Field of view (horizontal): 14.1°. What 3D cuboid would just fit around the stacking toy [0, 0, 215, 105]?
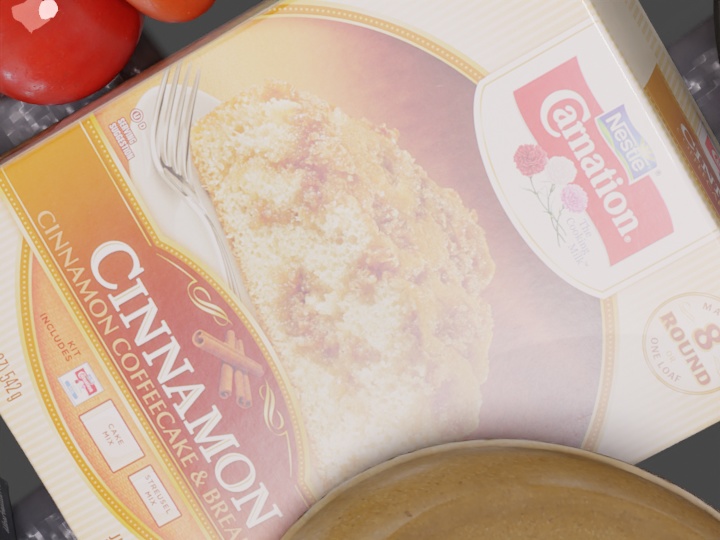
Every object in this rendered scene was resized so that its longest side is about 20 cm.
[{"bbox_3d":[-0.029,-0.111,0.770,0.199,0.085,0.086,-33,97,18],"label":"stacking toy"}]

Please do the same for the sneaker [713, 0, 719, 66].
[{"bbox_3d":[0.146,-0.002,0.723,0.091,0.076,0.202,0,87,-21],"label":"sneaker"}]

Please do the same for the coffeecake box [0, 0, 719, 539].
[{"bbox_3d":[0.000,0.000,0.799,0.199,0.073,0.154,-29,98,16],"label":"coffeecake box"}]

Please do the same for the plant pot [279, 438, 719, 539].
[{"bbox_3d":[0.052,0.138,0.752,0.199,0.027,0.202,6,104,27],"label":"plant pot"}]

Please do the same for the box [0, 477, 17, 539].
[{"bbox_3d":[-0.201,0.085,0.801,0.122,0.106,0.200,-43,125,17],"label":"box"}]
